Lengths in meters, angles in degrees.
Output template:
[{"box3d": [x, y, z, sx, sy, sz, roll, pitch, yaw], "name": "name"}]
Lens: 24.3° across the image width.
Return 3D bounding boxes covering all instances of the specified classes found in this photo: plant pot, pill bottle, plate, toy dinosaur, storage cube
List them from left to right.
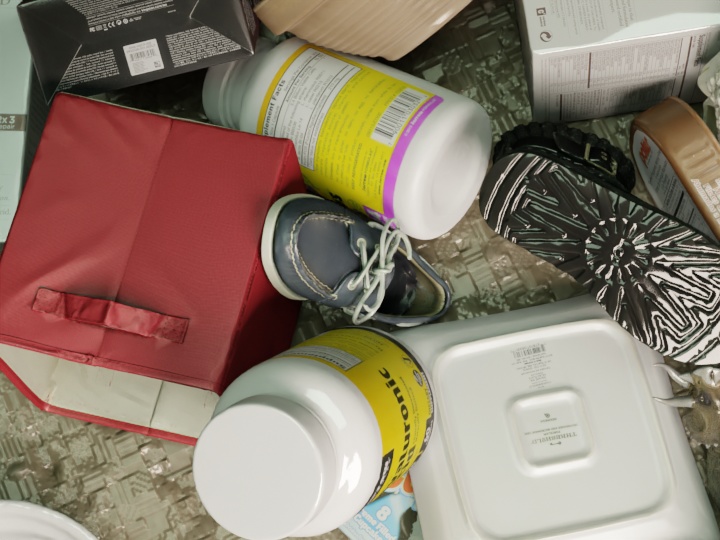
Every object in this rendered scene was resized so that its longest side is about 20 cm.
[{"box3d": [-0.138, 0.008, 1.143, 0.171, 0.200, 0.180, 12, 72, 9], "name": "storage cube"}, {"box3d": [-0.029, 0.103, 1.045, 0.111, 0.200, 0.112, 3, 98, 18], "name": "pill bottle"}, {"box3d": [-0.014, -0.103, 1.189, 0.200, 0.104, 0.104, 26, 81, 28], "name": "pill bottle"}, {"box3d": [0.030, -0.211, 1.152, 0.201, 0.201, 0.093, -41, 101, -4], "name": "plant pot"}, {"box3d": [0.128, 0.112, 1.142, 0.199, 0.032, 0.200, -11, 68, -7], "name": "plate"}, {"box3d": [0.274, 0.133, 1.132, 0.102, 0.077, 0.200, -11, 112, 22], "name": "toy dinosaur"}]

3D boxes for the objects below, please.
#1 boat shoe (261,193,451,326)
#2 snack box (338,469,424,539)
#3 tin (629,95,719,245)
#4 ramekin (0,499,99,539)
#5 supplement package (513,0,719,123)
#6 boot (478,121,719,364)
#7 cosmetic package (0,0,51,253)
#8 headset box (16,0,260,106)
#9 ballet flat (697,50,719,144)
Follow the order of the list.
[{"box3d": [0.000, 0.000, 1.122, 0.062, 0.200, 0.075, 11, 78, 29], "name": "boat shoe"}, {"box3d": [0.066, 0.176, 1.159, 0.200, 0.037, 0.116, 41, 83, 13], "name": "snack box"}, {"box3d": [0.247, -0.027, 1.147, 0.042, 0.112, 0.200, -27, 75, -7], "name": "tin"}, {"box3d": [-0.237, 0.261, 1.141, 0.200, 0.098, 0.201, -1, 77, 5], "name": "ramekin"}, {"box3d": [0.208, -0.207, 1.174, 0.200, 0.151, 0.152, -8, 75, 4], "name": "supplement package"}, {"box3d": [0.177, -0.027, 1.140, 0.211, 0.158, 0.079, 37, 104, 2], "name": "boot"}, {"box3d": [-0.285, -0.109, 1.246, 0.101, 0.074, 0.200, 0, 78, 6], "name": "cosmetic package"}, {"box3d": [-0.151, -0.191, 1.200, 0.148, 0.200, 0.075, -13, 109, 4], "name": "headset box"}, {"box3d": [0.256, -0.107, 1.128, 0.072, 0.200, 0.072, -6, 55, 9], "name": "ballet flat"}]
